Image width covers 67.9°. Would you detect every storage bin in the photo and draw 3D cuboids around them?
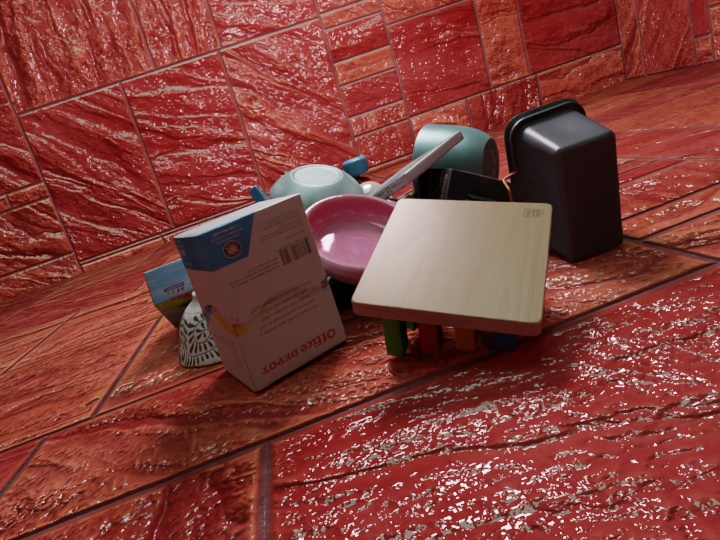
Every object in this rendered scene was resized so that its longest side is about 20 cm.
[{"bbox_3d":[0.283,-0.116,0.747,0.141,0.206,0.135,-17,23,2],"label":"storage bin"}]

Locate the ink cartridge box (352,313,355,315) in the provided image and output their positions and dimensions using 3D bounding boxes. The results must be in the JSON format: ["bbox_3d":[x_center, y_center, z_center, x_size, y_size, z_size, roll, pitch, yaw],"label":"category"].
[{"bbox_3d":[0.081,0.029,0.773,0.196,0.038,0.094,-9,18,41],"label":"ink cartridge box"}]

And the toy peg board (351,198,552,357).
[{"bbox_3d":[0.116,0.015,0.625,0.192,0.100,0.202,5,41,21],"label":"toy peg board"}]

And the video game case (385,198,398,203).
[{"bbox_3d":[0.141,-0.102,0.985,0.193,0.018,0.143,13,10,-2],"label":"video game case"}]

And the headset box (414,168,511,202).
[{"bbox_3d":[0.207,-0.150,1.057,0.144,0.080,0.200,9,10,-15],"label":"headset box"}]

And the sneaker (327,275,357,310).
[{"bbox_3d":[0.000,0.000,0.898,0.196,0.074,0.082,-27,14,-31],"label":"sneaker"}]

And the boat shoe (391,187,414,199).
[{"bbox_3d":[0.084,-0.160,1.377,0.196,0.072,0.070,-26,17,-22],"label":"boat shoe"}]

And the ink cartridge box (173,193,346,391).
[{"bbox_3d":[-0.135,0.024,0.718,0.144,0.206,0.144,-25,15,-28],"label":"ink cartridge box"}]

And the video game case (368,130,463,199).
[{"bbox_3d":[0.092,-0.190,1.054,0.199,0.022,0.180,-42,10,-36],"label":"video game case"}]

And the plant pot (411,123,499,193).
[{"bbox_3d":[0.231,-0.240,1.246,0.157,0.208,0.199,5,24,33],"label":"plant pot"}]

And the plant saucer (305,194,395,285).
[{"bbox_3d":[0.000,-0.045,0.824,0.193,0.052,0.204,4,38,-3],"label":"plant saucer"}]

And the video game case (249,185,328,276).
[{"bbox_3d":[-0.102,-0.049,0.888,0.018,0.144,0.200,-38,-19,4],"label":"video game case"}]

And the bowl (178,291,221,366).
[{"bbox_3d":[-0.223,0.067,0.888,0.194,0.097,0.201,-16,15,4],"label":"bowl"}]

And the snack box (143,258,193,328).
[{"bbox_3d":[-0.299,0.031,1.012,0.164,0.069,0.200,-23,-11,-14],"label":"snack box"}]

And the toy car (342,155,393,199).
[{"bbox_3d":[-0.004,-0.143,1.191,0.172,0.190,0.199,-22,17,-16],"label":"toy car"}]

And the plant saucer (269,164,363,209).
[{"bbox_3d":[-0.089,-0.177,1.089,0.193,0.040,0.203,1,32,-1],"label":"plant saucer"}]
